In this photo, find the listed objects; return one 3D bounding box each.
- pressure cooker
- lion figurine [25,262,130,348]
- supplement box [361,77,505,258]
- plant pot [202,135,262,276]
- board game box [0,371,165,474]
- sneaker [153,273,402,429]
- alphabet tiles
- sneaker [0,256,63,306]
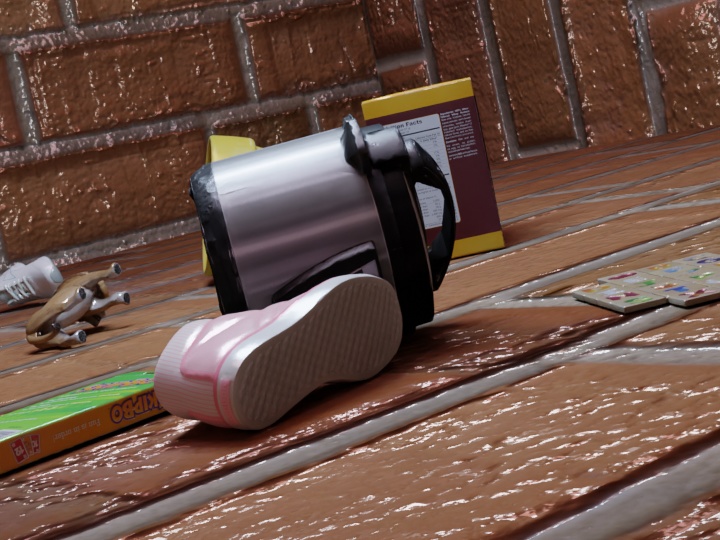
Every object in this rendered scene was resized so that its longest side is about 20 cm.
[{"bbox_3d":[-0.022,-0.024,1.102,0.198,0.180,0.176,-15,0,-5],"label":"pressure cooker"},{"bbox_3d":[-0.353,0.050,1.689,0.122,0.073,0.200,-18,7,26],"label":"lion figurine"},{"bbox_3d":[0.091,-0.122,1.719,0.131,0.202,0.197,-12,6,5],"label":"supplement box"},{"bbox_3d":[-0.129,-0.090,2.028,0.187,0.203,0.201,1,3,-10],"label":"plant pot"},{"bbox_3d":[-0.214,0.108,1.019,0.095,0.030,0.199,-6,11,46],"label":"board game box"},{"bbox_3d":[-0.060,0.052,0.971,0.104,0.076,0.200,-2,15,38],"label":"sneaker"},{"bbox_3d":[0.259,0.005,1.083,0.165,0.006,0.200,-14,6,-7],"label":"alphabet tiles"},{"bbox_3d":[-0.563,0.028,2.372,0.080,0.071,0.199,-35,15,-35],"label":"sneaker"}]
